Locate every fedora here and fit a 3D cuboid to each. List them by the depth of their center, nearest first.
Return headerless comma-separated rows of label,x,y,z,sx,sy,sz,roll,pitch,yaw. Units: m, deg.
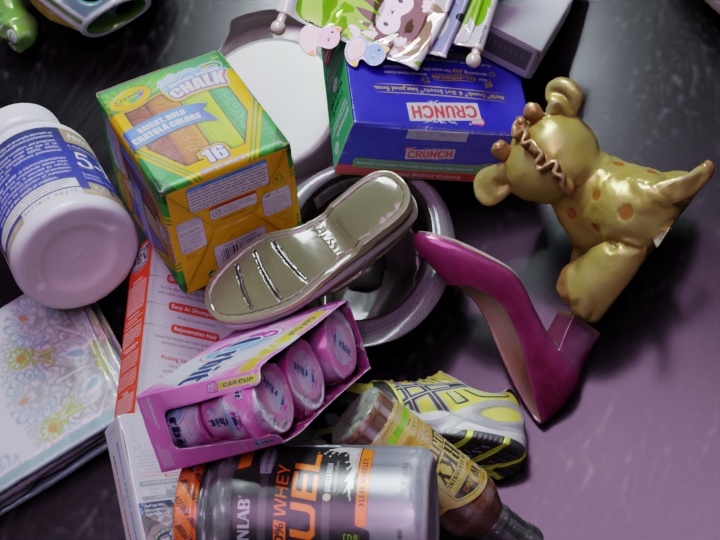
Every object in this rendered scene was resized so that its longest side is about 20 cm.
fedora,0.000,0.000,1.485,0.175,0.091,0.202,6,61,10

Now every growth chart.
growth chart,0.029,-0.245,1.445,0.198,0.018,0.146,12,80,3

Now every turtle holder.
turtle holder,-0.289,-0.301,1.635,0.184,0.141,0.133,-26,83,-10

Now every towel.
towel,-0.310,0.115,1.523,0.199,0.048,0.172,-31,64,-3

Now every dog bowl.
dog bowl,-0.085,-0.151,1.579,0.198,0.059,0.202,-4,67,9

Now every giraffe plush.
giraffe plush,0.189,-0.069,1.406,0.162,0.200,0.173,39,82,7

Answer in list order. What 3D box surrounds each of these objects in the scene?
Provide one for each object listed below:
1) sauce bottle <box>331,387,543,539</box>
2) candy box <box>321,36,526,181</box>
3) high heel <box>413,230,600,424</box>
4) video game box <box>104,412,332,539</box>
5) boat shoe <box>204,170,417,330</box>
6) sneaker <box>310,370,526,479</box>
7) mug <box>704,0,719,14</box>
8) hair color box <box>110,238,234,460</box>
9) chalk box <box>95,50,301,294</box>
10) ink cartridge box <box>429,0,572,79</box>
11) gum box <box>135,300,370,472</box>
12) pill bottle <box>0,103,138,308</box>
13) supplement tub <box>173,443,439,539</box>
sauce bottle,0.069,0.179,1.375,0.200,0.065,0.065,38,77,-14
candy box,0.055,-0.180,1.504,0.167,0.077,0.201,4,51,-14
high heel,0.111,0.048,1.419,0.199,0.067,0.096,34,84,-23
video game box,-0.104,0.207,1.389,0.198,0.047,0.184,-2,63,-30
boat shoe,-0.037,-0.006,1.402,0.199,0.068,0.075,-30,65,2
sneaker,0.048,0.128,1.436,0.198,0.076,0.077,14,45,-2
mug,0.382,-0.323,1.528,0.199,0.148,0.176,-17,72,-30
hair color box,-0.161,0.078,1.478,0.101,0.061,0.202,14,67,-24
chalk box,-0.150,-0.103,1.447,0.124,0.124,0.200,-24,48,-16
ink cartridge box,0.104,-0.283,1.523,0.199,0.044,0.174,27,51,5
gum box,-0.084,0.092,1.318,0.113,0.200,0.067,-16,99,24
pill bottle,-0.294,-0.068,1.532,0.119,0.120,0.200,-33,46,-4
supplement tub,-0.040,0.198,1.284,0.198,0.123,0.124,-1,68,8
